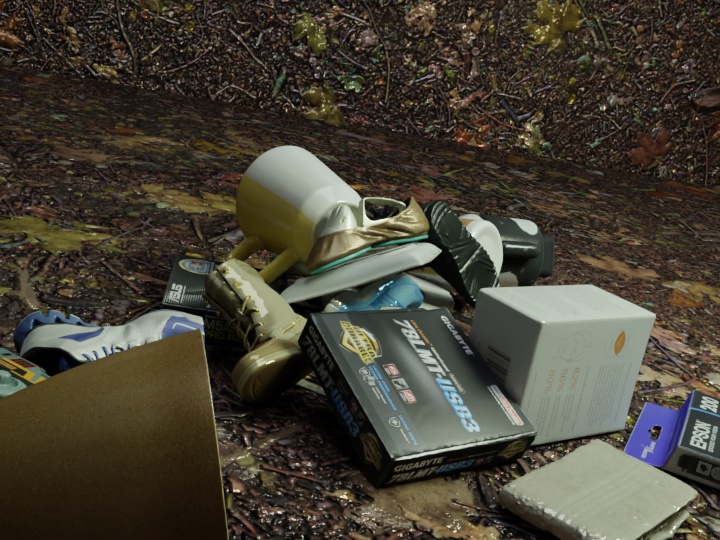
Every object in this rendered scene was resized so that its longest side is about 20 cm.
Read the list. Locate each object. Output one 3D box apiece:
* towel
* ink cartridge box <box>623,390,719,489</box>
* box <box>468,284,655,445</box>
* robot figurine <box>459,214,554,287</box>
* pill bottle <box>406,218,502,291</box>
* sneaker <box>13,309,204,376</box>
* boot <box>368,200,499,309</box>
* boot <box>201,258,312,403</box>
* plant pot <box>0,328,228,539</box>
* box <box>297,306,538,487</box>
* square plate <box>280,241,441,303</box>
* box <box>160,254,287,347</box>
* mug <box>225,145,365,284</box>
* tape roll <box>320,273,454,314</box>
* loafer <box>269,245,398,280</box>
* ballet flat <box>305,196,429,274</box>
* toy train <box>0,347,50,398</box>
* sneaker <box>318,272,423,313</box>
[{"bbox_3d":[0.238,0.227,0.934,0.132,0.035,0.198,24,21,39],"label":"towel"},{"bbox_3d":[0.425,0.203,1.122,0.197,0.044,0.198,17,18,20],"label":"ink cartridge box"},{"bbox_3d":[0.227,0.106,1.108,0.198,0.155,0.106,0,19,-36],"label":"box"},{"bbox_3d":[0.233,-0.028,1.614,0.197,0.151,0.126,5,45,-22],"label":"robot figurine"},{"bbox_3d":[0.116,-0.029,1.512,0.198,0.116,0.114,7,11,38],"label":"pill bottle"},{"bbox_3d":[-0.258,0.098,0.961,0.196,0.082,0.115,1,22,-10],"label":"sneaker"},{"bbox_3d":[0.097,-0.016,1.388,0.161,0.199,0.074,-10,34,49],"label":"boot"},{"bbox_3d":[-0.125,0.062,1.060,0.155,0.073,0.200,43,21,11],"label":"boot"},{"bbox_3d":[-0.201,0.147,0.681,0.197,0.189,0.187,-6,20,-12],"label":"plant pot"},{"bbox_3d":[0.059,0.124,1.005,0.196,0.050,0.201,-2,43,-34],"label":"box"},{"bbox_3d":[0.000,0.000,1.232,0.195,0.029,0.200,-16,2,13],"label":"square plate"},{"bbox_3d":[-0.175,0.040,1.242,0.158,0.045,0.200,11,17,-8],"label":"box"},{"bbox_3d":[-0.076,-0.059,1.280,0.148,0.189,0.153,15,10,-40],"label":"mug"},{"bbox_3d":[0.041,0.042,1.398,0.200,0.038,0.203,10,17,-3],"label":"tape roll"},{"bbox_3d":[-0.036,-0.020,1.368,0.197,0.064,0.072,4,19,11],"label":"loafer"},{"bbox_3d":[0.004,-0.054,1.203,0.198,0.073,0.068,-18,2,-32],"label":"ballet flat"},{"bbox_3d":[-0.296,0.125,0.828,0.198,0.086,0.114,19,9,24],"label":"toy train"},{"bbox_3d":[0.021,0.068,1.221,0.090,0.079,0.199,51,38,15],"label":"sneaker"}]
